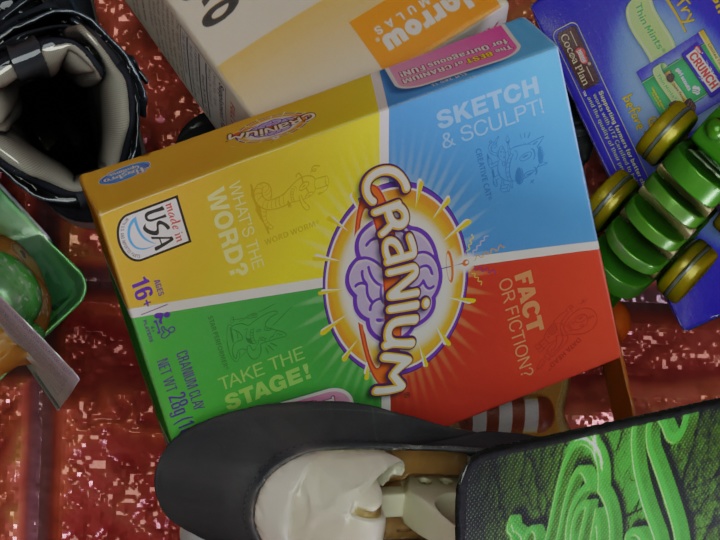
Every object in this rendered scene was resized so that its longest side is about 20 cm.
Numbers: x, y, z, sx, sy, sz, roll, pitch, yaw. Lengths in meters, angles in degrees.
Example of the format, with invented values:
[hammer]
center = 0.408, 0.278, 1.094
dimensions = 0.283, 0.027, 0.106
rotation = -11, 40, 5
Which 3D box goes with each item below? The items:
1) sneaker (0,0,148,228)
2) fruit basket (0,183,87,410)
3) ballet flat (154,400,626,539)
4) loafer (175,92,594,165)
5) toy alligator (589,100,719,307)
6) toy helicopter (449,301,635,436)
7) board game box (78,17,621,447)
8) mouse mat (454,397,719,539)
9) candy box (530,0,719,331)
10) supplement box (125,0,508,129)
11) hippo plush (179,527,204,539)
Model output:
[sneaker]
center = -0.154, -0.118, 0.972
dimensions = 0.076, 0.146, 0.204
rotation = -28, 90, -1
[fruit basket]
center = -0.182, -0.018, 0.944
dimensions = 0.094, 0.200, 0.185
rotation = -44, 91, -17
[ballet flat]
center = 0.018, 0.093, 0.888
dimensions = 0.198, 0.073, 0.074
rotation = 5, 90, -14
[loafer]
center = 0.012, -0.046, 1.024
dimensions = 0.199, 0.068, 0.071
rotation = -8, 123, -7
[toy alligator]
center = 0.150, -0.046, 0.944
dimensions = 0.059, 0.054, 0.200
rotation = 43, 117, 9
[toy helicopter]
center = 0.085, 0.066, 1.030
dimensions = 0.132, 0.079, 0.201
rotation = -33, 102, -11
[board game box]
center = 0.000, 0.000, 0.915
dimensions = 0.198, 0.040, 0.154
rotation = -21, 118, -10
[mouse mat]
center = 0.104, 0.156, 0.896
dimensions = 0.160, 0.008, 0.202
rotation = -9, 106, -30
[candy box]
center = 0.204, -0.090, 0.982
dimensions = 0.199, 0.077, 0.170
rotation = -25, 91, 29
[supplement box]
center = -0.042, -0.147, 0.976
dimensions = 0.126, 0.074, 0.201
rotation = -33, 74, -13
[hippo plush]
center = 0.004, 0.156, 0.963
dimensions = 0.159, 0.199, 0.162
rotation = -25, 62, 32
